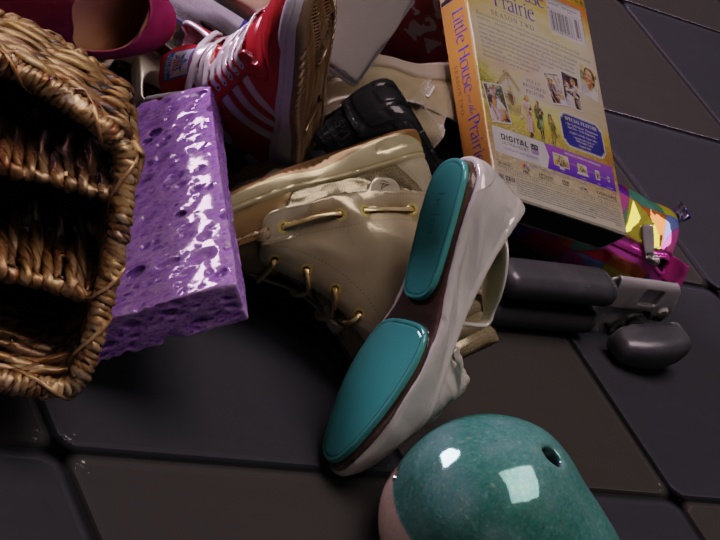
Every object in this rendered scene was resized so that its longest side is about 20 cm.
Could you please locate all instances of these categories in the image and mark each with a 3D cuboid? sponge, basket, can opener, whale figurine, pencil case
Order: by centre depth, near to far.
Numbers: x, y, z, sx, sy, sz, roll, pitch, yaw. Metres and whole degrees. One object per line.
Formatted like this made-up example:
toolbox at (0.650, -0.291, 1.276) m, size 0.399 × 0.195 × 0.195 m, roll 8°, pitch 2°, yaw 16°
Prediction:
basket at (-0.210, -0.045, 0.951) m, size 0.198 × 0.144 × 0.150 m, roll 15°, pitch 31°, yaw -14°
whale figurine at (0.109, 0.157, 1.073) m, size 0.199 × 0.104 × 0.159 m, roll 33°, pitch 27°, yaw -6°
sponge at (-0.127, -0.029, 1.099) m, size 0.201 × 0.110 × 0.030 m, roll -102°, pitch 173°, yaw -52°
can opener at (0.169, 0.032, 1.393) m, size 0.199 × 0.054 × 0.067 m, roll 6°, pitch 39°, yaw -43°
pencil case at (0.153, -0.045, 1.460) m, size 0.199 × 0.089 × 0.089 m, roll 23°, pitch 30°, yaw -19°

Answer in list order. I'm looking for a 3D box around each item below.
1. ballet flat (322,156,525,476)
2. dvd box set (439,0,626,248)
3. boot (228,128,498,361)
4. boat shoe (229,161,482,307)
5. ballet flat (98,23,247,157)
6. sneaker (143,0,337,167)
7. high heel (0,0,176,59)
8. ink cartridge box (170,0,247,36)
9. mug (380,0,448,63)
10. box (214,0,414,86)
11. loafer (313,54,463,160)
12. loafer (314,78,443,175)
ballet flat at (0.045, 0.034, 1.116) m, size 0.069 × 0.202 × 0.069 m, roll 22°, pitch -6°, yaw 3°
dvd box set at (0.123, -0.125, 1.393) m, size 0.145 × 0.029 × 0.202 m, roll 14°, pitch 60°, yaw -43°
boot at (-0.024, 0.017, 1.164) m, size 0.199 × 0.073 × 0.157 m, roll -22°, pitch 87°, yaw -24°
boat shoe at (0.000, 0.000, 1.252) m, size 0.198 × 0.072 × 0.077 m, roll 18°, pitch 55°, yaw -20°
ballet flat at (-0.148, -0.141, 1.300) m, size 0.199 × 0.069 × 0.072 m, roll 31°, pitch 47°, yaw -11°
sneaker at (-0.077, -0.131, 1.191) m, size 0.112 × 0.200 × 0.072 m, roll 23°, pitch 64°, yaw 6°
high heel at (-0.151, -0.151, 1.149) m, size 0.096 × 0.068 × 0.199 m, roll 24°, pitch 12°, yaw 30°
ink cartridge box at (-0.092, -0.183, 1.442) m, size 0.197 × 0.047 × 0.200 m, roll 34°, pitch 29°, yaw -9°
mug at (0.017, -0.205, 1.462) m, size 0.200 × 0.178 × 0.133 m, roll 49°, pitch -12°, yaw -17°
box at (-0.052, -0.210, 1.301) m, size 0.078 × 0.095 × 0.200 m, roll 35°, pitch 0°, yaw -42°
loafer at (0.022, -0.106, 1.344) m, size 0.199 × 0.076 × 0.069 m, roll -10°, pitch 67°, yaw -41°
loafer at (0.030, -0.051, 1.306) m, size 0.201 × 0.070 × 0.068 m, roll 54°, pitch 9°, yaw -48°
